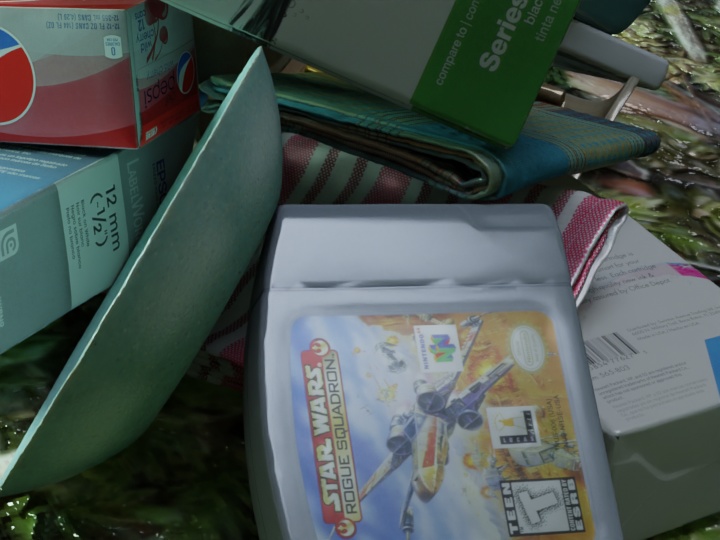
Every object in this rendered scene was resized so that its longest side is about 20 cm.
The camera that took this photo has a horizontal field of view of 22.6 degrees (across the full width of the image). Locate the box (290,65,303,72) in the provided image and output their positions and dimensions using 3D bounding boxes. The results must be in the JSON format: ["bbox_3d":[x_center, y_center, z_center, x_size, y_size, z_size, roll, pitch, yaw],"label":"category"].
[{"bbox_3d":[0.000,-0.114,1.070,0.200,0.048,0.122,16,32,9],"label":"box"}]

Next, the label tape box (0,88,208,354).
[{"bbox_3d":[-0.163,-0.035,0.829,0.143,0.066,0.200,9,23,28],"label":"label tape box"}]

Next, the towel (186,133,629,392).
[{"bbox_3d":[0.000,0.000,0.790,0.200,0.030,0.146,16,54,34],"label":"towel"}]

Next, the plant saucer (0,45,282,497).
[{"bbox_3d":[-0.075,0.009,0.696,0.039,0.201,0.201,31,28,-8],"label":"plant saucer"}]

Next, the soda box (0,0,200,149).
[{"bbox_3d":[-0.177,-0.097,0.815,0.200,0.064,0.070,4,21,20],"label":"soda box"}]

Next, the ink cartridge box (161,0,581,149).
[{"bbox_3d":[-0.019,-0.137,0.751,0.200,0.083,0.147,22,13,-10],"label":"ink cartridge box"}]

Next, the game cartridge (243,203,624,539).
[{"bbox_3d":[0.025,0.066,0.669,0.133,0.042,0.200,1,64,-21],"label":"game cartridge"}]

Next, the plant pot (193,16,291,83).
[{"bbox_3d":[-0.121,-0.172,0.892,0.200,0.188,0.187,25,32,14],"label":"plant pot"}]

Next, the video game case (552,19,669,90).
[{"bbox_3d":[0.067,-0.160,1.090,0.200,0.022,0.182,21,5,-14],"label":"video game case"}]

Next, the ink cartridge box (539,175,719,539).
[{"bbox_3d":[0.096,0.031,0.818,0.115,0.068,0.200,-12,37,-28],"label":"ink cartridge box"}]

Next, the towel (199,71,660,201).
[{"bbox_3d":[0.039,-0.066,0.820,0.146,0.022,0.200,19,15,25],"label":"towel"}]

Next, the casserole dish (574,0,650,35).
[{"bbox_3d":[0.088,-0.178,1.029,0.121,0.039,0.200,26,6,35],"label":"casserole dish"}]

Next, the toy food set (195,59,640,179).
[{"bbox_3d":[0.030,-0.088,0.962,0.200,0.060,0.144,24,55,15],"label":"toy food set"}]
